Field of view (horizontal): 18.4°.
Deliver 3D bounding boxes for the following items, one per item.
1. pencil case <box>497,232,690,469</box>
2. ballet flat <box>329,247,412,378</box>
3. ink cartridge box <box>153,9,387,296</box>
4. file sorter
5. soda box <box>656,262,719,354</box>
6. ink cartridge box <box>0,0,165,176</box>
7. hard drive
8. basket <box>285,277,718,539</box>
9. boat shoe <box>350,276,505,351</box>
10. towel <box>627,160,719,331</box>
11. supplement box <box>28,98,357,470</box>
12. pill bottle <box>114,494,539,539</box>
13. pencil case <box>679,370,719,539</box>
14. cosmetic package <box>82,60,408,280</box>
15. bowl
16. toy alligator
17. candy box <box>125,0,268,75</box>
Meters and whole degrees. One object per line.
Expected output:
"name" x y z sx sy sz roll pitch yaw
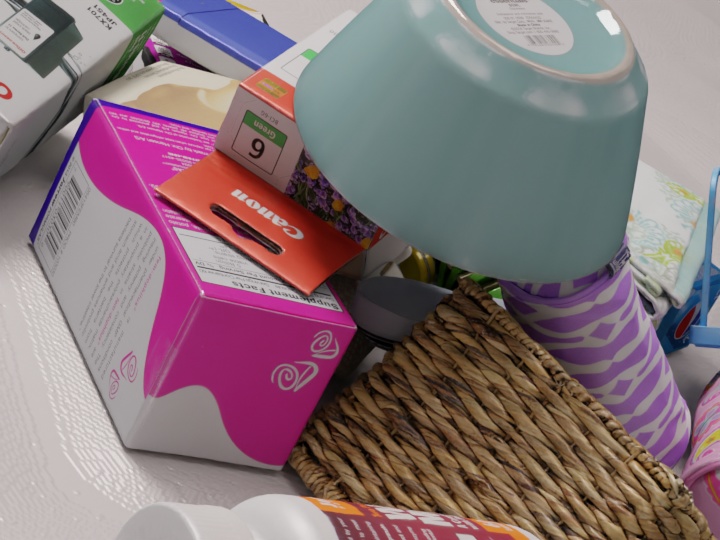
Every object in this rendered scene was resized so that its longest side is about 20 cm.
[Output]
"pencil case" 0.141 0.044 1.314 0.084 0.200 0.086 14 55 31
"ballet flat" 0.000 0.000 1.375 0.200 0.062 0.068 -88 154 -65
"ink cartridge box" -0.016 -0.070 1.231 0.109 0.050 0.200 34 35 11
"file sorter" 0.332 -0.001 1.491 0.199 0.123 0.139 3 -2 16
"soda box" 0.166 -0.023 1.626 0.200 0.068 0.064 40 27 24
"ink cartridge box" -0.231 -0.143 1.329 0.147 0.083 0.200 41 35 -1
"hard drive" -0.034 -0.121 1.466 0.200 0.025 0.132 32 14 8
"basket" 0.079 0.133 1.212 0.200 0.149 0.143 44 -6 33
"boat shoe" 0.053 0.050 1.337 0.073 0.068 0.199 31 12 28
"towel" 0.156 -0.045 1.507 0.171 0.048 0.200 35 25 2
"supplement box" -0.097 0.006 1.222 0.103 0.101 0.200 13 28 -31
"pill bottle" -0.010 0.159 0.993 0.200 0.110 0.110 12 28 -35
"pencil case" 0.245 0.121 1.398 0.087 0.088 0.200 31 21 5
"cosmetic package" -0.063 -0.065 1.361 0.199 0.071 0.105 15 23 19
"bowl" 0.075 -0.098 1.193 0.200 0.105 0.201 18 36 -14
"toy alligator" 0.056 -0.023 1.462 0.059 0.054 0.200 -21 65 -24
"candy box" -0.115 -0.139 1.546 0.136 0.061 0.200 19 22 -27
